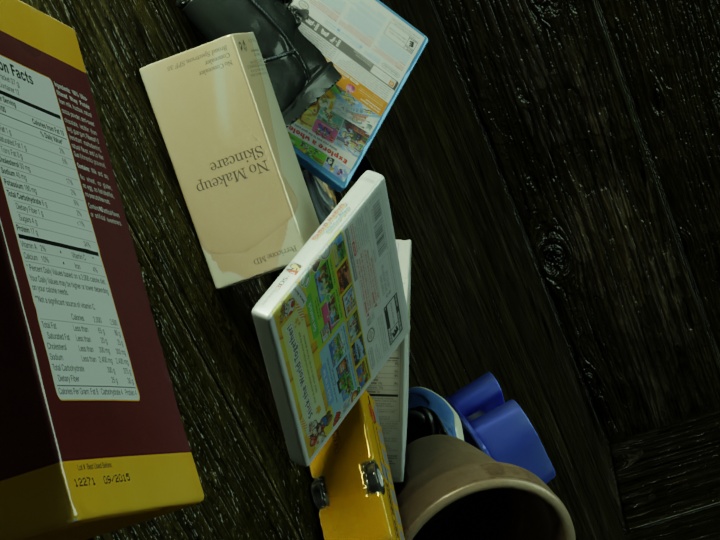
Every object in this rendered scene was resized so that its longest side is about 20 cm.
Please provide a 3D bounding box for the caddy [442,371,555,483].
[{"bbox_3d":[0.175,0.235,2.341,0.141,0.105,0.201,48,-10,48],"label":"caddy"}]

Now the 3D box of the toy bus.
[{"bbox_3d":[-0.011,0.173,1.624,0.078,0.064,0.202,53,22,-60],"label":"toy bus"}]

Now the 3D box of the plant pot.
[{"bbox_3d":[0.096,0.255,1.774,0.201,0.199,0.175,65,-4,-30],"label":"plant pot"}]

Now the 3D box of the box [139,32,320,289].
[{"bbox_3d":[-0.108,-0.095,1.510,0.078,0.094,0.202,-38,109,-76],"label":"box"}]

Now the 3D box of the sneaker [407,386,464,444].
[{"bbox_3d":[0.062,0.175,1.943,0.111,0.076,0.201,50,13,-36],"label":"sneaker"}]

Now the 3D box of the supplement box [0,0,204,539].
[{"bbox_3d":[-0.192,0.019,0.651,0.133,0.195,0.202,20,53,-76],"label":"supplement box"}]

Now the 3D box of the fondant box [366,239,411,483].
[{"bbox_3d":[0.020,0.089,1.750,0.145,0.058,0.202,-83,175,-62],"label":"fondant box"}]

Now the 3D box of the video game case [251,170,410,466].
[{"bbox_3d":[-0.021,0.044,1.527,0.182,0.023,0.201,-52,148,-32],"label":"video game case"}]

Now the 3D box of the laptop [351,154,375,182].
[{"bbox_3d":[-0.010,-0.210,1.930,0.115,0.202,0.187,22,2,-21],"label":"laptop"}]

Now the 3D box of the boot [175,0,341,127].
[{"bbox_3d":[-0.115,-0.205,1.673,0.163,0.073,0.198,51,46,-10],"label":"boot"}]

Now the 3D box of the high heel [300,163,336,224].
[{"bbox_3d":[-0.068,-0.133,1.865,0.143,0.071,0.201,73,4,-53],"label":"high heel"}]

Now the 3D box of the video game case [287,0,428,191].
[{"bbox_3d":[-0.031,-0.200,1.777,0.143,0.018,0.201,35,65,-14],"label":"video game case"}]
